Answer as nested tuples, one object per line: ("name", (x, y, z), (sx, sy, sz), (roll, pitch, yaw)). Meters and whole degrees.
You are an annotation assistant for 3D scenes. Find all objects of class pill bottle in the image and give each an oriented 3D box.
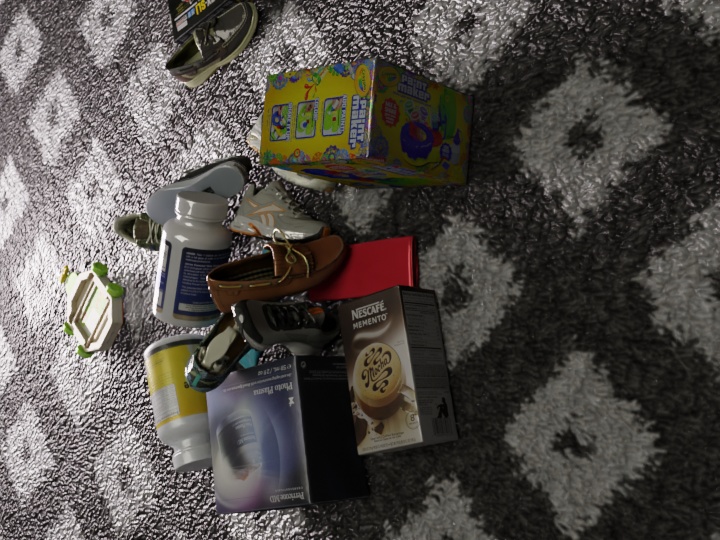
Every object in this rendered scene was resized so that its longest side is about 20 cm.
("pill bottle", (-0.272, 0.210, 1.444), (0.112, 0.112, 0.201), (-31, 65, 35))
("pill bottle", (-0.264, -0.020, 1.448), (0.111, 0.111, 0.201), (26, 112, 41))

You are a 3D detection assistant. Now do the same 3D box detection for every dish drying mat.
("dish drying mat", (0.000, 0.000, 1.292), (0.200, 0.018, 0.077), (-8, 79, 40))

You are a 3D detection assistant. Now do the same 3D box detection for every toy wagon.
("toy wagon", (-0.514, 0.061, 1.730), (0.200, 0.040, 0.155), (46, 114, 37))

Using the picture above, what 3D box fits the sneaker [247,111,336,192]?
("sneaker", (-0.098, -0.190, 1.365), (0.200, 0.076, 0.088), (41, 112, 37))

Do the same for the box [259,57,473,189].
("box", (0.009, -0.183, 1.185), (0.192, 0.200, 0.122), (2, 86, 43))

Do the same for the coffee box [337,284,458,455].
("coffee box", (0.047, 0.130, 1.190), (0.113, 0.080, 0.201), (-21, 71, 39))

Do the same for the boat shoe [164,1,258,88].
("boat shoe", (-0.253, -0.381, 1.535), (0.201, 0.066, 0.072), (-33, 63, 34))

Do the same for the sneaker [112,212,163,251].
("sneaker", (-0.345, -0.060, 1.559), (0.200, 0.090, 0.067), (13, 92, 42))

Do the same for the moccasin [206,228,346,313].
("moccasin", (-0.116, -0.008, 1.273), (0.078, 0.201, 0.074), (81, 171, -45))

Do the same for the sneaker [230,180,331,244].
("sneaker", (-0.119, -0.089, 1.375), (0.200, 0.076, 0.092), (13, 89, 41))

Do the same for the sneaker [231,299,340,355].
("sneaker", (-0.102, 0.068, 1.256), (0.079, 0.200, 0.074), (-35, 63, 23))

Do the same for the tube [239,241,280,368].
("tube", (-0.155, 0.056, 1.408), (0.077, 0.050, 0.201), (39, 115, 43))

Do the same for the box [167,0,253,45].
("box", (-0.255, -0.501, 1.565), (0.200, 0.049, 0.160), (-25, 71, 37))

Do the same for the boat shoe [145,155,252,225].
("boat shoe", (-0.264, -0.137, 1.499), (0.199, 0.074, 0.068), (-27, 23, 27))

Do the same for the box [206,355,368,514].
("box", (-0.108, 0.234, 1.288), (0.200, 0.123, 0.199), (-19, 73, 40))

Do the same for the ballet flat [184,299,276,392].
("ballet flat", (-0.175, 0.085, 1.295), (0.074, 0.074, 0.200), (-2, 47, 42))
